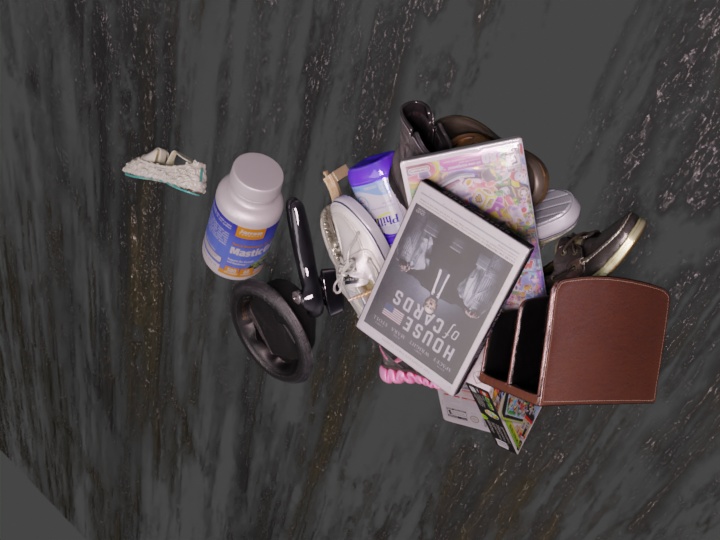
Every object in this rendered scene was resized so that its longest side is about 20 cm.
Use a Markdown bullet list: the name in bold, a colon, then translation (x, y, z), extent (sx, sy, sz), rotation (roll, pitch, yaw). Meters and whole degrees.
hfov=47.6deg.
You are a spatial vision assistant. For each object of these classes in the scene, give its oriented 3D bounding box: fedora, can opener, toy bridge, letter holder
- **fedora**: translation (-0.132, 0.089, 1.398), extent (0.198, 0.091, 0.204), rotation (25, 134, 28)
- **can opener**: translation (-0.086, -0.019, 1.313), extent (0.063, 0.077, 0.204), rotation (12, 121, 65)
- **toy bridge**: translation (0.000, -0.058, 1.192), extent (0.027, 0.067, 0.202), rotation (-27, 97, 49)
- **letter holder**: translation (0.251, 0.072, 0.945), extent (0.100, 0.197, 0.145), rotation (16, 99, 56)

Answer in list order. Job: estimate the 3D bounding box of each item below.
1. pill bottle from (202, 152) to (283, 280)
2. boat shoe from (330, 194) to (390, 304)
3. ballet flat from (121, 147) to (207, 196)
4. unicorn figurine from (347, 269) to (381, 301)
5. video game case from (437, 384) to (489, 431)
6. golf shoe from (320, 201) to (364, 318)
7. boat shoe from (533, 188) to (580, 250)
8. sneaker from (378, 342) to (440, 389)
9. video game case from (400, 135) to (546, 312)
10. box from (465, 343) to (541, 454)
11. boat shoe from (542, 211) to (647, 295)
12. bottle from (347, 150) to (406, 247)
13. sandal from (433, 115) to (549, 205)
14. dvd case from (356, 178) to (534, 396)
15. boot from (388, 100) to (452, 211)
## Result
- **pill bottle**: translation (-0.186, -0.088, 1.314), extent (0.112, 0.112, 0.201), rotation (41, 138, 14)
- **boat shoe**: translation (-0.002, 0.001, 1.126), extent (0.074, 0.086, 0.205), rotation (-4, 117, 60)
- **ballet flat**: translation (-0.341, -0.182, 1.448), extent (0.197, 0.072, 0.073), rotation (17, 128, 33)
- **unicorn figurine**: translation (0.091, 0.006, 1.059), extent (0.197, 0.139, 0.074), rotation (26, 133, -19)
- **video game case**: translation (0.167, 0.147, 1.198), extent (0.141, 0.018, 0.204), rotation (8, 122, 41)
- **golf shoe**: translation (-0.019, -0.003, 1.246), extent (0.097, 0.078, 0.203), rotation (-14, 105, 53)
- **boat shoe**: translation (0.200, -0.047, 1.022), extent (0.062, 0.073, 0.198), rotation (42, 149, -22)
- **sneaker**: translation (0.097, 0.112, 1.169), extent (0.197, 0.078, 0.097), rotation (-4, 102, 43)
- **video game case**: translation (0.134, -0.044, 0.953), extent (0.140, 0.018, 0.204), rotation (-9, 109, 12)
- **box**: translation (0.195, 0.147, 1.052), extent (0.034, 0.111, 0.201), rotation (20, 157, 32)
- **boat shoe**: translation (0.258, -0.011, 0.976), extent (0.066, 0.072, 0.201), rotation (42, 143, 5)
- **bottle**: translation (0.052, -0.062, 1.141), extent (0.083, 0.065, 0.203), rotation (-7, 111, 44)
- **sandal**: translation (0.142, -0.131, 1.004), extent (0.199, 0.054, 0.083), rotation (38, 134, 37)
- **dvd case**: translation (0.091, 0.021, 0.935), extent (0.149, 0.025, 0.203), rotation (33, 115, 21)
- **boot**: translation (0.091, -0.097, 0.992), extent (0.201, 0.069, 0.133), rotation (56, 159, 25)
